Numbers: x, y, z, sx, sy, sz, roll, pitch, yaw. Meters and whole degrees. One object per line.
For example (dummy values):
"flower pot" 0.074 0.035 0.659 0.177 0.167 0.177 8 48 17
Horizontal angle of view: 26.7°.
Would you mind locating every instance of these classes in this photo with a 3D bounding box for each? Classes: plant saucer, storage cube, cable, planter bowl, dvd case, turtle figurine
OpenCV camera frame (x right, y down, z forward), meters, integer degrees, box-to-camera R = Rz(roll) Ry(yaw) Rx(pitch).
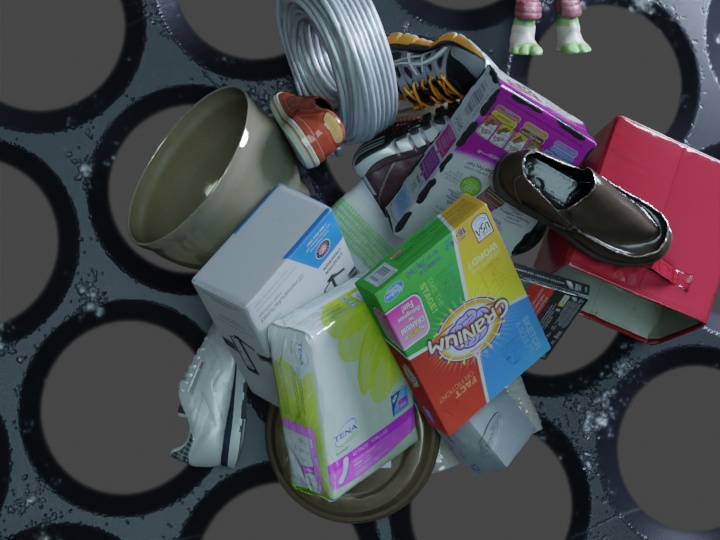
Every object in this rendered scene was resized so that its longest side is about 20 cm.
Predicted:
"plant saucer" -0.010 0.181 1.686 0.197 0.029 0.203 0 89 6
"storage cube" 0.308 -0.040 1.690 0.169 0.200 0.182 22 76 -4
"cable" -0.025 -0.237 1.661 0.069 0.200 0.202 -23 90 -17
"planter bowl" -0.140 -0.079 1.649 0.134 0.200 0.202 35 81 -29
"dvd case" 0.135 0.030 1.660 0.198 0.146 0.022 15 57 -5
"turtle figurine" 0.229 -0.343 1.719 0.198 0.143 0.197 8 105 35

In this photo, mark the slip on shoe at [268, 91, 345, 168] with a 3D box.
"slip on shoe" -0.056 -0.159 1.645 0.061 0.200 0.075 -32 108 -1

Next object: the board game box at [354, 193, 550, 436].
"board game box" 0.098 0.047 1.556 0.153 0.040 0.201 -39 124 -15

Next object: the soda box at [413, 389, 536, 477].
"soda box" 0.099 0.126 1.657 0.201 0.063 0.068 52 54 -7

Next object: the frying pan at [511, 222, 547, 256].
"frying pan" 0.147 -0.039 1.734 0.114 0.031 0.191 29 71 -8

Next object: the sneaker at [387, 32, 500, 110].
"sneaker" 0.082 -0.213 1.682 0.078 0.199 0.078 43 73 -31

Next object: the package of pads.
"package of pads" -0.017 0.119 1.564 0.154 0.068 0.202 -29 121 -41

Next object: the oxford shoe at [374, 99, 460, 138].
"oxford shoe" 0.104 -0.173 1.750 0.197 0.071 0.075 -2 49 0

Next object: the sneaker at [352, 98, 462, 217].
"sneaker" 0.099 -0.118 1.684 0.198 0.076 0.116 -21 108 16

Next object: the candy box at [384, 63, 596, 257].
"candy box" 0.137 -0.100 1.626 0.135 0.061 0.201 28 112 -23

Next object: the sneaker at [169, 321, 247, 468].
"sneaker" -0.162 0.116 1.677 0.079 0.076 0.203 6 82 3

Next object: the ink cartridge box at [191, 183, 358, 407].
"ink cartridge box" -0.073 0.035 1.593 0.084 0.201 0.146 24 63 34

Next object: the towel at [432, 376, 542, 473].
"towel" 0.096 0.153 1.723 0.198 0.034 0.134 -20 88 -9

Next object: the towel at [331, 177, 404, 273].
"towel" 0.000 0.000 1.732 0.200 0.031 0.149 -45 89 -7

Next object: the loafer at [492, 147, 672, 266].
"loafer" 0.230 -0.064 1.550 0.198 0.071 0.074 22 77 -4
